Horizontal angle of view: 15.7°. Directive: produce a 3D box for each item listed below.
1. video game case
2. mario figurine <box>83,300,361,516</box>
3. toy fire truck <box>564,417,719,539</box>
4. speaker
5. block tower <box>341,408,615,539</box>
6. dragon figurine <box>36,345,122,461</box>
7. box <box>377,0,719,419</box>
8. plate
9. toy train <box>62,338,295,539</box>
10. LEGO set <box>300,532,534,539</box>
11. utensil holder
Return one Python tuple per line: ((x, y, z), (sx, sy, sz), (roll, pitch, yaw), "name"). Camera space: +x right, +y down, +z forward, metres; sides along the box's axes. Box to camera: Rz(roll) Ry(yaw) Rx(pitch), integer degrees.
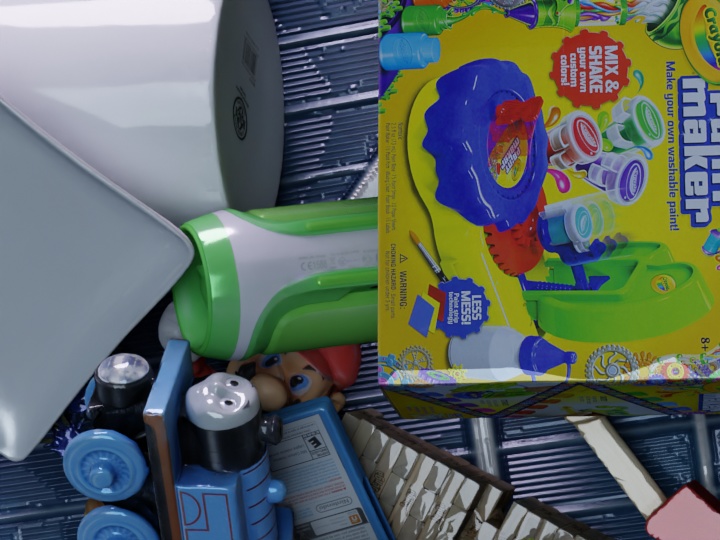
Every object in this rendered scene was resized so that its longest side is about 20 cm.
((-0.044, 0.178, 1.503), (0.142, 0.018, 0.201), (-18, 111, 18), "video game case")
((-0.077, 0.094, 1.510), (0.200, 0.123, 0.106), (-53, 39, 15), "mario figurine")
((0.160, 0.054, 1.481), (0.200, 0.049, 0.141), (38, 98, 12), "toy fire truck")
((0.000, 0.000, 1.448), (0.199, 0.088, 0.089), (-6, 87, -20), "speaker")
((0.073, 0.149, 1.502), (0.199, 0.054, 0.058), (29, 96, 14), "block tower")
((-0.207, 0.041, 1.553), (0.200, 0.099, 0.059), (39, 99, 17), "dragon figurine")
((0.108, -0.032, 1.343), (0.191, 0.122, 0.201), (-2, 79, 6), "box")
((-0.214, -0.016, 1.443), (0.200, 0.032, 0.200), (38, 124, -7), "plate")
((-0.094, 0.131, 1.428), (0.113, 0.087, 0.201), (1, 123, 7), "toy train")
((0.032, 0.214, 1.422), (0.153, 0.116, 0.201), (-18, 129, -9), "LEGO set")
((-0.158, -0.091, 1.509), (0.199, 0.170, 0.171), (0, 89, 13), "utensil holder")
